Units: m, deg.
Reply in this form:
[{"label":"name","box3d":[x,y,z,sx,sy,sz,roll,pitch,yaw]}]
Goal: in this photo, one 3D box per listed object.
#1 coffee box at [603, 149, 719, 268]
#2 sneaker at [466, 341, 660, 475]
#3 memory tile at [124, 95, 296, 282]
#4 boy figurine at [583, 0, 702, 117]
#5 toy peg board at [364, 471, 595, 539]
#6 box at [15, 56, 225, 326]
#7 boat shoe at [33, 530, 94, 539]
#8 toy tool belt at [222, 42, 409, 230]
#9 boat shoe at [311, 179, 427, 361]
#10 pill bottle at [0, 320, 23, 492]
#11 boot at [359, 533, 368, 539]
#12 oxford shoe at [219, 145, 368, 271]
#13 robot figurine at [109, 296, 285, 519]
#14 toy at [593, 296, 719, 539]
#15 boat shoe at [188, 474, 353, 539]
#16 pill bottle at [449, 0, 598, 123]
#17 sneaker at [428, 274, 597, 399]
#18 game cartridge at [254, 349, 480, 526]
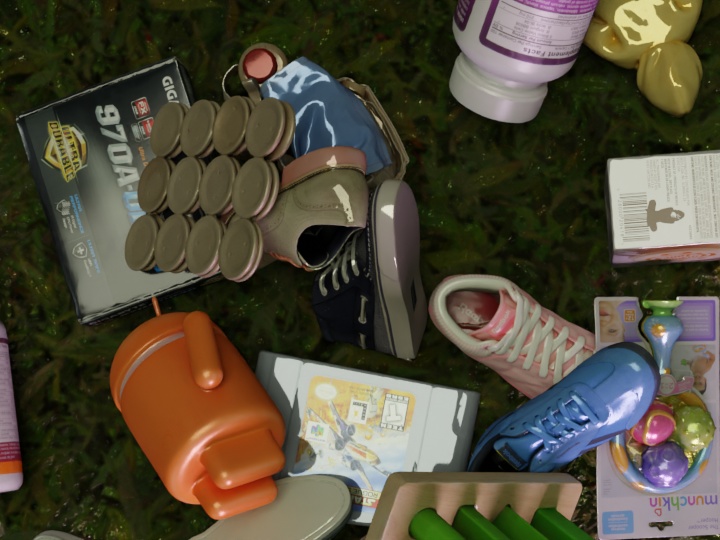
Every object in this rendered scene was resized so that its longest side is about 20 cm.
[{"label":"coffee box","box3d":[0.305,-0.053,1.343,0.199,0.114,0.080,-4,83,6]},{"label":"sneaker","box3d":[0.161,0.128,1.311,0.066,0.078,0.200,55,132,5]},{"label":"memory tile","box3d":[-0.128,-0.069,1.344,0.199,0.017,0.154,5,82,52]},{"label":"boy figurine","box3d":[0.243,-0.226,1.393,0.124,0.064,0.201,-29,82,6]},{"label":"toy peg board","box3d":[0.093,0.269,1.265,0.098,0.199,0.200,35,112,48]},{"label":"box","box3d":[-0.203,-0.069,1.448,0.158,0.046,0.201,-19,82,5]},{"label":"boat shoe","box3d":[-0.221,0.291,1.393,0.200,0.068,0.075,34,92,22]},{"label":"toy tool belt","box3d":[-0.045,-0.126,1.393,0.125,0.123,0.200,-37,80,2]},{"label":"boat shoe","box3d":[0.000,0.000,1.348,0.092,0.201,0.075,8,48,14]},{"label":"pill bottle","box3d":[-0.361,0.099,1.422,0.109,0.110,0.201,-9,83,7]},{"label":"boot","box3d":[0.060,0.236,1.328,0.200,0.146,0.070,-40,55,5]},{"label":"oxford shoe","box3d":[-0.061,-0.030,1.318,0.070,0.200,0.074,3,67,-31]},{"label":"robot figurine","box3d":[-0.139,0.114,1.369,0.116,0.144,0.200,-39,55,0]},{"label":"toy","box3d":[0.254,0.121,1.343,0.114,0.047,0.201,0,85,-14]},{"label":"boat shoe","box3d":[-0.087,0.240,1.386,0.199,0.062,0.073,-31,50,11]},{"label":"pill bottle","box3d":[0.141,-0.229,1.349,0.112,0.112,0.201,25,124,10]},{"label":"sneaker","box3d":[0.144,0.064,1.359,0.199,0.105,0.076,29,87,8]},{"label":"game cartridge","box3d":[-0.004,0.152,1.405,0.199,0.042,0.134,10,82,9]}]
